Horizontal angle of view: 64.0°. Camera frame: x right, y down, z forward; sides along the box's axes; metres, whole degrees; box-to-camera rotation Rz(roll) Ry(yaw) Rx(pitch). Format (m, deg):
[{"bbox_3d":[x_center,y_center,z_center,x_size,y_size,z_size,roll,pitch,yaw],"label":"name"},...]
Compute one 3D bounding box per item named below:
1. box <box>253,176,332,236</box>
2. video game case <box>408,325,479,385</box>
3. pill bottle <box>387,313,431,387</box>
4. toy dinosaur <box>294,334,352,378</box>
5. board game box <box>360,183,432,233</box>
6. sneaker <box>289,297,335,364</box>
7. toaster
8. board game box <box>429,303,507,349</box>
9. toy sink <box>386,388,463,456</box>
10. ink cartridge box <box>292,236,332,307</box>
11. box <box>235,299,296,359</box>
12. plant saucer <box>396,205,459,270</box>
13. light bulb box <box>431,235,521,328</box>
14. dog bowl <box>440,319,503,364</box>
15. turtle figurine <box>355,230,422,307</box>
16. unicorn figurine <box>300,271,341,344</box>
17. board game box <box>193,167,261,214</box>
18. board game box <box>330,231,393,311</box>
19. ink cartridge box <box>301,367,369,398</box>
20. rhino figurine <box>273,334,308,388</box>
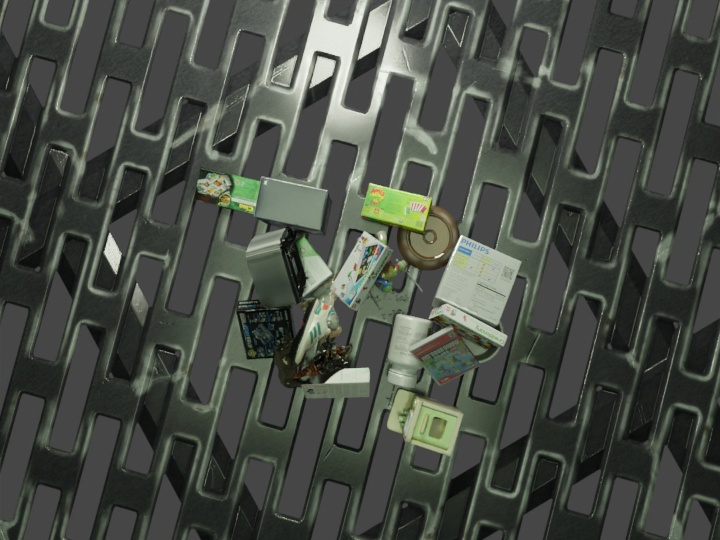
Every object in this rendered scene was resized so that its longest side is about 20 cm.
[{"bbox_3d":[-0.194,-0.184,1.696,0.196,0.198,0.126,11,88,1],"label":"box"},{"bbox_3d":[0.246,0.250,1.672,0.142,0.018,0.200,-30,129,14],"label":"video game case"},{"bbox_3d":[0.142,0.240,1.725,0.112,0.114,0.204,12,89,0],"label":"pill bottle"},{"bbox_3d":[-0.101,0.273,1.702,0.102,0.136,0.200,42,57,1],"label":"toy dinosaur"},{"bbox_3d":[0.110,-0.188,1.747,0.197,0.048,0.103,15,84,12],"label":"board game box"},{"bbox_3d":[-0.133,0.187,1.671,0.092,0.070,0.203,27,69,-19],"label":"sneaker"},{"bbox_3d":[-0.228,-0.016,1.589,0.116,0.181,0.203,-13,112,5],"label":"toaster"},{"bbox_3d":[0.305,0.163,1.647,0.198,0.126,0.035,28,75,-4],"label":"board game box"},{"bbox_3d":[0.189,0.451,1.721,0.197,0.112,0.133,19,88,1],"label":"toy sink"},{"bbox_3d":[-0.201,0.017,1.746,0.199,0.088,0.146,-39,88,-2],"label":"ink cartridge box"},{"bbox_3d":[-0.274,0.176,1.707,0.156,0.046,0.203,-4,127,0],"label":"box"},{"bbox_3d":[0.211,-0.102,1.773,0.196,0.037,0.205,0,88,-1],"label":"plant saucer"},{"bbox_3d":[0.336,0.040,1.680,0.196,0.125,0.203,24,77,7],"label":"light bulb box"},{"bbox_3d":[0.345,0.192,1.754,0.196,0.059,0.204,0,88,1],"label":"dog bowl"},{"bbox_3d":[0.062,-0.004,1.753,0.143,0.199,0.197,-29,63,27],"label":"turtle figurine"},{"bbox_3d":[-0.110,0.113,1.758,0.135,0.074,0.203,-19,103,-10],"label":"unicorn figurine"},{"bbox_3d":[-0.409,-0.246,1.785,0.196,0.023,0.107,14,87,1],"label":"board game box"},{"bbox_3d":[0.000,0.000,1.656,0.034,0.126,0.202,27,97,-39],"label":"board game box"},{"bbox_3d":[-0.070,0.336,1.701,0.196,0.162,0.051,0,63,1],"label":"ink cartridge box"},{"bbox_3d":[-0.213,0.273,1.718,0.086,0.060,0.203,-9,123,-2],"label":"rhino figurine"}]
